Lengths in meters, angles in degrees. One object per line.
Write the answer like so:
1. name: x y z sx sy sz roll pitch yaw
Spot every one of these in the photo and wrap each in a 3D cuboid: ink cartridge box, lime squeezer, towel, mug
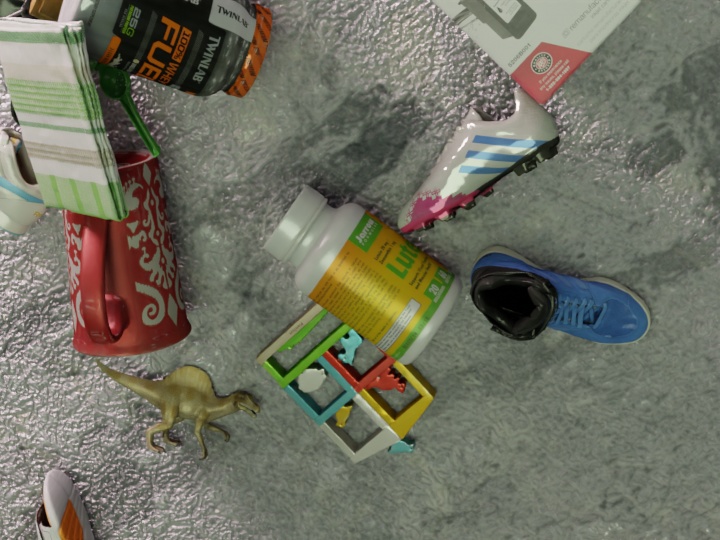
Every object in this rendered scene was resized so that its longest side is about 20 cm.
1. ink cartridge box: 0.156 -0.288 1.471 0.200 0.084 0.145 42 113 -6
2. lime squeezer: -0.284 -0.203 1.585 0.037 0.071 0.200 -23 125 42
3. towel: -0.296 -0.152 1.495 0.148 0.031 0.202 14 124 47
4. mug: -0.254 -0.018 1.619 0.132 0.177 0.203 -10 106 -19

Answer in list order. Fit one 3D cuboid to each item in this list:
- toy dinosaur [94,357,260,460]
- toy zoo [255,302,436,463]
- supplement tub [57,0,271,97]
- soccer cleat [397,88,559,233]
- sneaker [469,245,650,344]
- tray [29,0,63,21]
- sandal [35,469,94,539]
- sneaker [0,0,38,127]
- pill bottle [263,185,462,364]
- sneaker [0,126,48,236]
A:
1. toy dinosaur: -0.216 0.158 1.743 0.197 0.058 0.103 13 98 -2
2. toy zoo: -0.006 0.130 1.697 0.131 0.020 0.200 -41 98 22
3. supplement tub: -0.197 -0.251 1.515 0.198 0.123 0.124 17 115 -19
4. soccer cleat: 0.113 -0.115 1.562 0.199 0.070 0.087 -31 86 18
5. sneaker: 0.207 0.042 1.570 0.198 0.111 0.077 23 113 2
6. tray: -0.255 -0.333 1.548 0.098 0.037 0.201 23 116 -21
7. sandal: -0.356 0.344 1.819 0.058 0.079 0.209 -14 109 13
8. sneaker: -0.347 -0.222 1.585 0.072 0.112 0.202 -25 104 19
9. pill bottle: 0.000 0.000 1.597 0.199 0.111 0.112 35 113 -3
10. sneaker: -0.421 -0.136 1.660 0.081 0.077 0.200 -42 104 14
